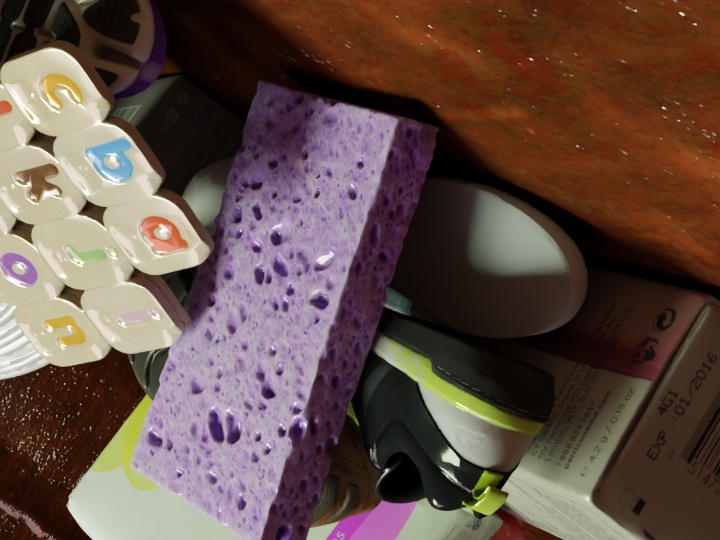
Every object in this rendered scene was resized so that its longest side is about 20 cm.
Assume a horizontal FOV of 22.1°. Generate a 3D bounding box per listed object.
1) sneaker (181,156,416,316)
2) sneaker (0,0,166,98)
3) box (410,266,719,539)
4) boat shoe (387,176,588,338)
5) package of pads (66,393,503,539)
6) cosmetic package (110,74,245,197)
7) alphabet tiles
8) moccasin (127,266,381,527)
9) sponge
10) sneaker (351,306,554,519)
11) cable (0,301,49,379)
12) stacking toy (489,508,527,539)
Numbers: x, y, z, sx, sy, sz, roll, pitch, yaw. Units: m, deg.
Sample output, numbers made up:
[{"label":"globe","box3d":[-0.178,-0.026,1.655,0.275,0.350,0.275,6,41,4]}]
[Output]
[{"label":"sneaker","box3d":[0.000,0.000,0.985,0.200,0.075,0.088,25,-174,-18]},{"label":"sneaker","box3d":[-0.131,-0.122,0.880,0.083,0.081,0.200,23,-174,-32]},{"label":"box","box3d":[0.116,0.071,0.890,0.128,0.109,0.200,37,170,-30]},{"label":"boat shoe","box3d":[0.032,-0.018,0.885,0.200,0.069,0.057,17,-163,38]},{"label":"package of pads","box3d":[-0.047,0.132,0.991,0.200,0.155,0.068,39,-179,30]},{"label":"cosmetic package","box3d":[-0.065,-0.023,1.067,0.200,0.090,0.107,39,165,-20]},{"label":"alphabet tiles","box3d":[-0.165,-0.038,0.853,0.196,0.015,0.200,-12,121,39]},{"label":"moccasin","box3d":[-0.056,0.052,0.934,0.078,0.074,0.201,10,-157,-45]},{"label":"sponge","box3d":[-0.037,0.016,0.844,0.030,0.200,0.112,15,-174,-40]},{"label":"sneaker","box3d":[0.014,0.062,0.842,0.072,0.083,0.200,20,-179,-24]},{"label":"cable","box3d":[-0.220,-0.029,0.959,0.200,0.069,0.200,15,129,-6]},{"label":"stacking toy","box3d":[0.067,0.123,1.067,0.085,0.085,0.200,35,-162,-17]}]
